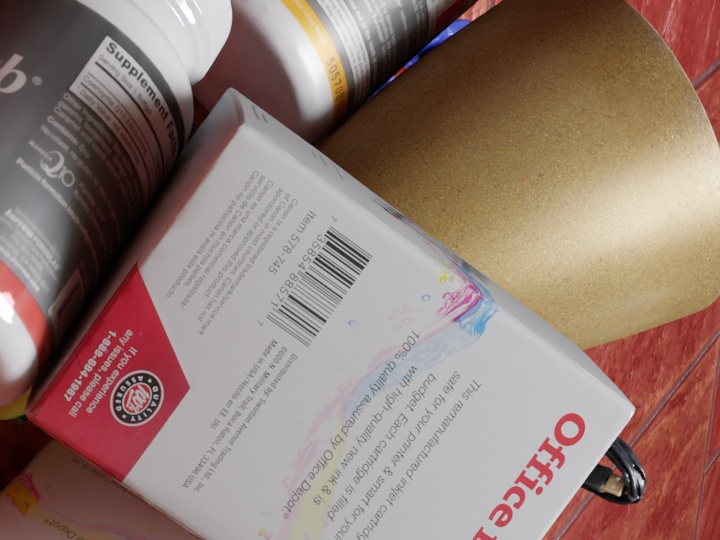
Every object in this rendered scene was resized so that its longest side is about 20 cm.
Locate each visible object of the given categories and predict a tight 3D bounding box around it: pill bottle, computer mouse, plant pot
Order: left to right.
[{"bbox_3d":[-0.139,-0.053,0.841,0.201,0.115,0.116,-61,153,-31],"label":"pill bottle"},{"bbox_3d":[0.000,-0.159,1.037,0.200,0.116,0.117,-42,143,-26],"label":"pill bottle"},{"bbox_3d":[0.047,-0.022,1.004,0.199,0.186,0.187,-26,135,-19],"label":"plant pot"},{"bbox_3d":[0.055,0.081,1.020,0.034,0.199,0.059,-28,119,-40],"label":"computer mouse"}]

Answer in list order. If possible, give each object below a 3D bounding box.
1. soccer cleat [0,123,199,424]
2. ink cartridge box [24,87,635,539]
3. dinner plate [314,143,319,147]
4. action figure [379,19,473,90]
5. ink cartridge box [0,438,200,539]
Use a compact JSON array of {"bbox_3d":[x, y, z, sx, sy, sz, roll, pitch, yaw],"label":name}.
[{"bbox_3d":[-0.124,-0.001,0.999,0.200,0.064,0.084,-46,114,-42],"label":"soccer cleat"},{"bbox_3d":[-0.015,0.044,0.857,0.146,0.199,0.145,-53,-170,5],"label":"ink cartridge box"},{"bbox_3d":[0.000,0.000,1.128,0.024,0.200,0.201,-33,-155,57],"label":"dinner plate"},{"bbox_3d":[0.031,-0.122,1.169,0.199,0.066,0.052,-25,152,-33],"label":"action figure"},{"bbox_3d":[-0.108,0.157,0.959,0.200,0.147,0.086,-48,156,-32],"label":"ink cartridge box"}]
